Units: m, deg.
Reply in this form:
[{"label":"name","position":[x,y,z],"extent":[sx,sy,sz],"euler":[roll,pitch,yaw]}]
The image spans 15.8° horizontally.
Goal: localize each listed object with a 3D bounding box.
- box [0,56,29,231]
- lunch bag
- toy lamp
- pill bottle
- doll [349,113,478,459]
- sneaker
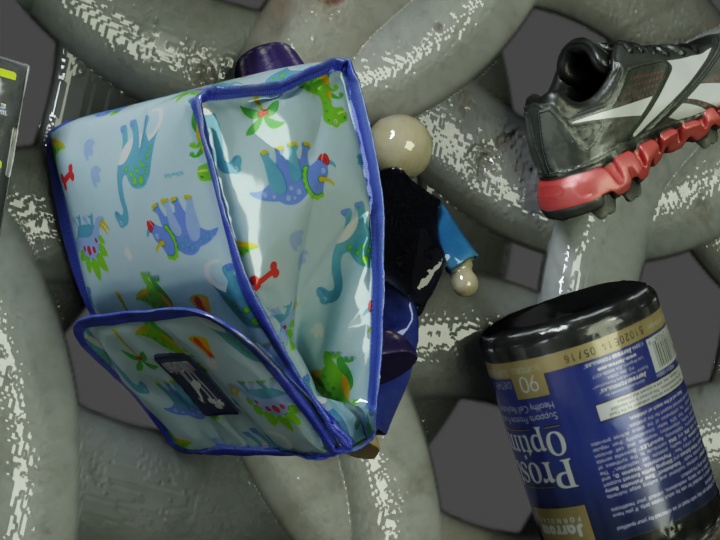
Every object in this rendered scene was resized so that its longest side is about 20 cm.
[{"label":"box","position":[-0.276,-0.052,1.323],"extent":[0.199,0.044,0.161],"euler":[14,77,-32]},{"label":"lunch bag","position":[-0.071,0.002,1.379],"extent":[0.127,0.170,0.201],"euler":[-18,97,-34]},{"label":"toy lamp","position":[-0.024,-0.034,1.452],"extent":[0.058,0.058,0.201],"euler":[-6,65,-34]},{"label":"pill bottle","position":[0.151,0.115,1.552],"extent":[0.112,0.112,0.201],"euler":[-22,97,-33]},{"label":"doll","position":[0.000,0.000,1.498],"extent":[0.136,0.048,0.201],"euler":[20,72,-8]},{"label":"sneaker","position":[0.175,-0.113,1.614],"extent":[0.200,0.071,0.098],"euler":[-33,106,-30]}]
